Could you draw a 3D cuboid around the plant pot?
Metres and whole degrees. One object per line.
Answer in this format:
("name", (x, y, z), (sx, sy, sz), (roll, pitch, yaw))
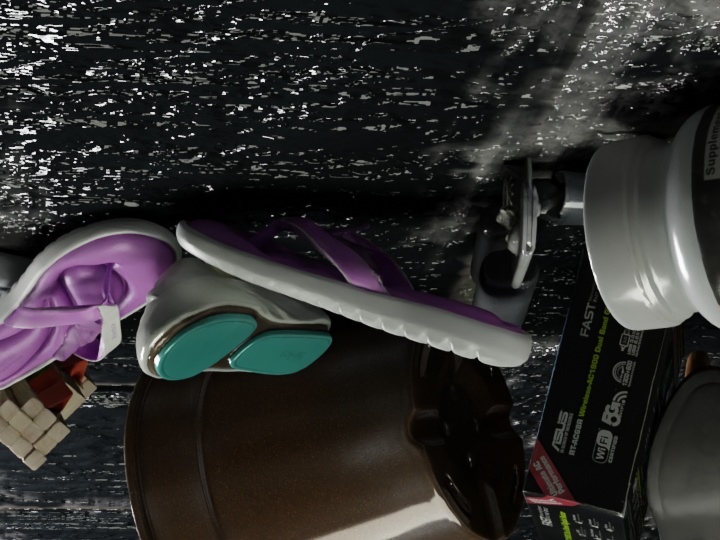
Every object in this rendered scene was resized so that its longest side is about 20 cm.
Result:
("plant pot", (-0.013, 0.123, 1.664), (0.197, 0.202, 0.200), (-17, 158, 26))

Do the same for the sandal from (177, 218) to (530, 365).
("sandal", (0.000, 0.000, 1.427), (0.201, 0.050, 0.082), (20, -178, 2))

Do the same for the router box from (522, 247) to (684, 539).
("router box", (0.150, 0.088, 1.581), (0.062, 0.151, 0.200), (13, 166, 11))

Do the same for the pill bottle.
("pill bottle", (0.215, -0.030, 1.254), (0.199, 0.117, 0.116), (-10, 161, 28))

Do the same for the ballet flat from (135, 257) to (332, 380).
("ballet flat", (-0.083, 0.024, 1.484), (0.069, 0.070, 0.200), (-8, 174, 24))

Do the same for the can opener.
("can opener", (0.098, -0.010, 1.432), (0.066, 0.054, 0.200), (1, 165, -1))

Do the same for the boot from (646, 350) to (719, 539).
("boot", (0.218, 0.105, 1.616), (0.068, 0.189, 0.200), (-5, -154, 12))

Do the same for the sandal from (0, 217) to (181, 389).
("sandal", (-0.170, 0.033, 1.511), (0.082, 0.050, 0.202), (13, 145, -38))

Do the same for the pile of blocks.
("pile of blocks", (-0.209, 0.065, 1.672), (0.062, 0.082, 0.200), (-44, -174, 1))

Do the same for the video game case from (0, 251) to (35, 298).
("video game case", (-0.295, 0.012, 1.551), (0.199, 0.024, 0.181), (12, 160, -36))
